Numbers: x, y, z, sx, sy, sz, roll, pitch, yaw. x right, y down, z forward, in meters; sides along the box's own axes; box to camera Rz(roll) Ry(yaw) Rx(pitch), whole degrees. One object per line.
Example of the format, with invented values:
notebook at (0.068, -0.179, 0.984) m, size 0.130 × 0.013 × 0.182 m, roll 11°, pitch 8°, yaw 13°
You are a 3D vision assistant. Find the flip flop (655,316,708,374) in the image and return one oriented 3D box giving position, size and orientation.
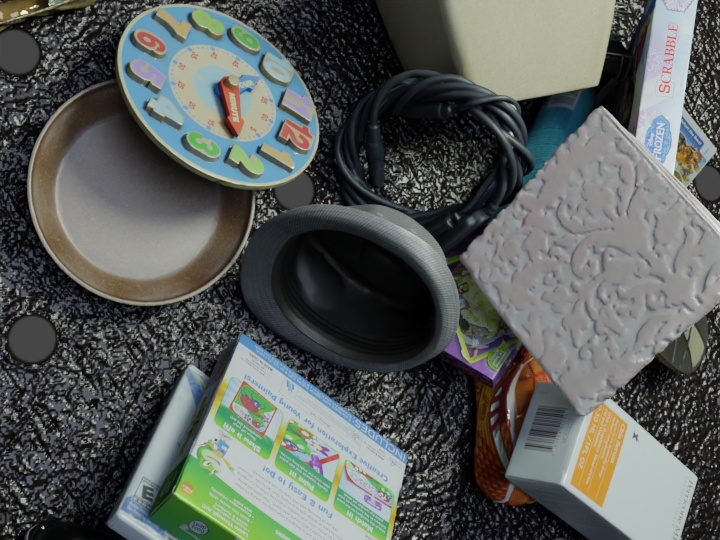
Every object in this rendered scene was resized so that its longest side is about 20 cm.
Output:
flip flop at (0.278, 0.032, 1.137) m, size 0.199 × 0.058 × 0.082 m, roll 33°, pitch 74°, yaw -9°

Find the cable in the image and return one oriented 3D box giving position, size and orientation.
cable at (0.067, -0.107, 1.008) m, size 0.163 × 0.200 × 0.051 m, roll 48°, pitch 41°, yaw -1°

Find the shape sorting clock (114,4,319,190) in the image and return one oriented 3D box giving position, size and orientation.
shape sorting clock at (-0.122, -0.158, 0.975) m, size 0.199 × 0.039 × 0.202 m, roll 24°, pitch 48°, yaw -28°

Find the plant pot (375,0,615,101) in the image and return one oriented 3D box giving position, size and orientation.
plant pot at (0.130, -0.250, 1.045) m, size 0.198 × 0.200 × 0.179 m, roll -13°, pitch 100°, yaw -15°

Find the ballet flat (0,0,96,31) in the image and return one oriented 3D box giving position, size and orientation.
ballet flat at (-0.309, -0.239, 0.931) m, size 0.199 × 0.065 × 0.071 m, roll -27°, pitch 93°, yaw -23°

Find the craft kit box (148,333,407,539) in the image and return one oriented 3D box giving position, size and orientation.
craft kit box at (-0.058, 0.179, 0.924) m, size 0.199 × 0.049 × 0.198 m, roll 38°, pitch 31°, yaw -14°

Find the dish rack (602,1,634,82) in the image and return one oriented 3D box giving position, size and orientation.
dish rack at (0.244, -0.306, 1.087) m, size 0.054 × 0.154 × 0.202 m, roll 4°, pitch 121°, yaw -8°

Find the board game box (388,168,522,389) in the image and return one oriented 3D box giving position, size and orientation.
board game box at (0.130, 0.003, 1.063) m, size 0.119 × 0.032 × 0.201 m, roll 28°, pitch 68°, yaw 24°

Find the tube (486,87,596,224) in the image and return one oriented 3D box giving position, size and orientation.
tube at (0.182, -0.116, 1.084) m, size 0.051 × 0.077 × 0.201 m, roll 51°, pitch 48°, yaw -23°

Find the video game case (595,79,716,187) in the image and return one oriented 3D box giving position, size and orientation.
video game case at (0.285, -0.118, 1.183) m, size 0.143 × 0.018 × 0.200 m, roll 48°, pitch 68°, yaw -9°

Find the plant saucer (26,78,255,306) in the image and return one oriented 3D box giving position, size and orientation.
plant saucer at (-0.193, -0.067, 0.969) m, size 0.198 × 0.037 × 0.203 m, roll 4°, pitch 81°, yaw -23°

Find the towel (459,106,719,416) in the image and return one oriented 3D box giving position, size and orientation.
towel at (0.206, -0.007, 0.959) m, size 0.192 × 0.200 × 0.032 m, roll 53°, pitch 27°, yaw 20°

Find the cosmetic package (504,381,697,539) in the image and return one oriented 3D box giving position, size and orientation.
cosmetic package at (0.234, 0.197, 1.048) m, size 0.200 × 0.071 × 0.102 m, roll 39°, pitch 65°, yaw -35°

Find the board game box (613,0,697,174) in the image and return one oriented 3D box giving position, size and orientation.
board game box at (0.276, -0.150, 1.069) m, size 0.041 × 0.200 × 0.202 m, roll 10°, pitch 76°, yaw 6°

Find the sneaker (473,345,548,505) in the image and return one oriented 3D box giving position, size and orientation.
sneaker at (0.154, 0.126, 1.075) m, size 0.077 × 0.073 × 0.202 m, roll 14°, pitch 80°, yaw -41°

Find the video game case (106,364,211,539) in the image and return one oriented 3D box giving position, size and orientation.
video game case at (-0.096, 0.196, 0.921) m, size 0.199 × 0.022 × 0.183 m, roll 37°, pitch 34°, yaw -13°

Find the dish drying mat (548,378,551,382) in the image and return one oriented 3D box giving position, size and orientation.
dish drying mat at (0.195, 0.051, 1.121) m, size 0.076 × 0.018 × 0.202 m, roll -9°, pitch 84°, yaw -26°

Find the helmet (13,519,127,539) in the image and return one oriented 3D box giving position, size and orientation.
helmet at (-0.217, 0.308, 0.817) m, size 0.198 × 0.200 × 0.192 m, roll 24°, pitch 92°, yaw -17°

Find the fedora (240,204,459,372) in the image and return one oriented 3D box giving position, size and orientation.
fedora at (0.000, 0.000, 0.991) m, size 0.198 × 0.178 × 0.091 m, roll 18°, pitch 39°, yaw 7°
